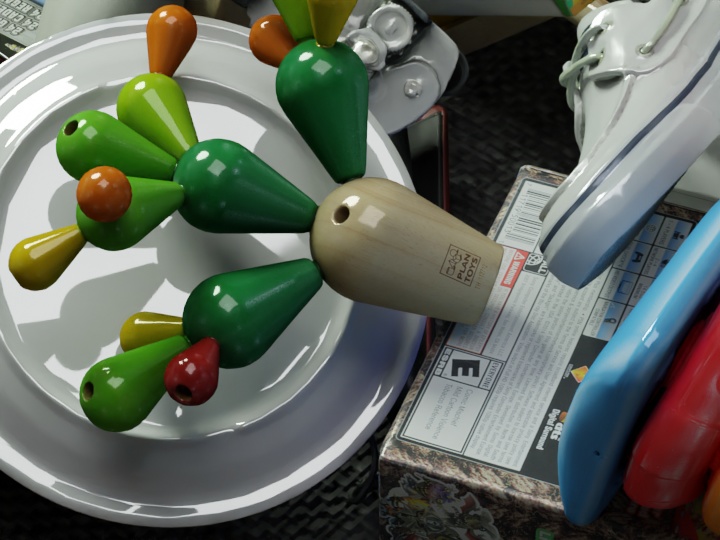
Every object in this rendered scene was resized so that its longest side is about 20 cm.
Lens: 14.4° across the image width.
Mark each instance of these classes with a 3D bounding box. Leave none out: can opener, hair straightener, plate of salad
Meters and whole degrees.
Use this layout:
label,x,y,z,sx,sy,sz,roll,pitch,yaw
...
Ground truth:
label,x,y,z,sx,sy,sz,roll,pitch,yaw
can opener,-0.042,-0.130,1.148,0.200,0.066,0.053,43,90,-3
hair straightener,0.000,0.000,1.140,0.041,0.077,0.201,-20,50,33
plate of salad,-0.074,0.000,1.076,0.199,0.048,0.201,2,74,-8

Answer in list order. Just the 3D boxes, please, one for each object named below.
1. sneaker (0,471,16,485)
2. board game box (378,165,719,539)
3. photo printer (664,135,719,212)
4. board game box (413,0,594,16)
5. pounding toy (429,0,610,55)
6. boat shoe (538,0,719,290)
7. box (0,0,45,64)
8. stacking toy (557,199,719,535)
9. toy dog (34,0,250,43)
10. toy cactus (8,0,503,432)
label,x,y,z,sx,sy,sz,roll,pitch,yaw
sneaker,-0.097,0.043,1.120,0.200,0.076,0.088,-21,69,-18
board game box,0.126,0.069,1.056,0.199,0.097,0.160,16,49,15
photo printer,0.215,-0.046,1.184,0.199,0.070,0.167,16,49,16
board game box,0.019,-0.148,1.154,0.200,0.096,0.030,4,38,49
pounding toy,0.063,-0.166,1.207,0.184,0.200,0.142,-19,23,50
boat shoe,0.105,-0.068,1.065,0.067,0.074,0.200,39,44,4
box,-0.084,-0.098,1.261,0.200,0.040,0.137,35,55,29
stacking toy,0.175,0.068,0.933,0.200,0.116,0.110,32,57,14
toy dog,-0.114,-0.109,1.177,0.131,0.096,0.200,10,48,11
toy cactus,-0.027,-0.030,1.019,0.165,0.102,0.200,21,66,-3
